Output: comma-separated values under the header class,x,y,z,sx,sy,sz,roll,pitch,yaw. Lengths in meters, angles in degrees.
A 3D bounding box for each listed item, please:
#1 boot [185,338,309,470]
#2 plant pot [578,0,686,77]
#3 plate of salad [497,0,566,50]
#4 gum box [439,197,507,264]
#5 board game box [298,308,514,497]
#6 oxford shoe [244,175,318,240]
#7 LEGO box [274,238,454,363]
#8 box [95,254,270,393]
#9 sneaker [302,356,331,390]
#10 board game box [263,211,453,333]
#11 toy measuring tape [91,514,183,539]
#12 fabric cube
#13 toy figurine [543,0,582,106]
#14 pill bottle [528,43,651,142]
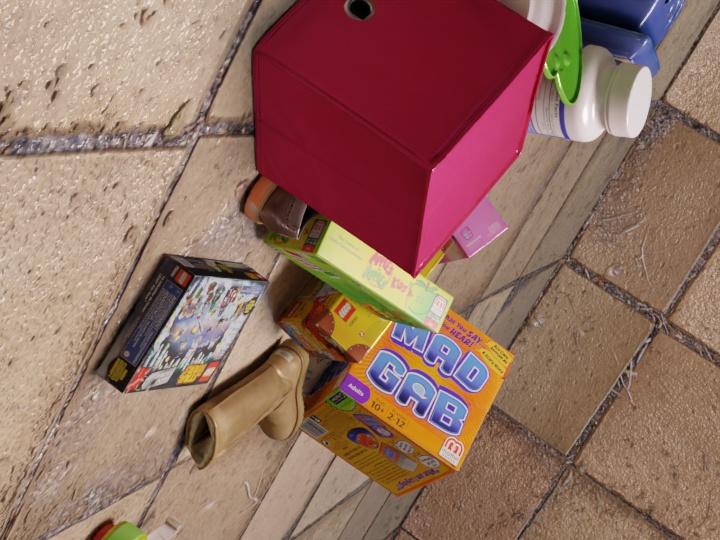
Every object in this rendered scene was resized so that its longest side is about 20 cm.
class,x,y,z,sx,sy,sz,roll,pitch,yaw
boot,-0.152,0.195,1.546,0.200,0.066,0.176,-39,146,-48
plant pot,0.299,-0.344,1.469,0.200,0.199,0.181,9,98,-72
plate of salad,0.120,-0.286,1.113,0.048,0.200,0.201,-34,156,-27
gum box,0.112,-0.075,1.559,0.066,0.114,0.200,-36,-177,-8
board game box,0.058,0.170,1.701,0.200,0.199,0.200,-59,-171,-30
oxford shoe,-0.033,-0.107,1.254,0.200,0.073,0.071,-49,162,-24
LEGO box,0.004,0.014,1.489,0.200,0.077,0.149,-51,-162,-17
box,-0.176,0.055,1.221,0.137,0.040,0.200,-57,165,8
sneaker,-0.047,0.103,1.651,0.072,0.072,0.201,-41,160,-46
board game box,0.000,0.000,1.322,0.200,0.101,0.048,34,77,-37
toy measuring tape,-0.268,0.325,1.443,0.200,0.073,0.074,-25,147,-61
fabric cube,0.035,-0.155,1.129,0.196,0.199,0.200,-47,163,-24
toy figurine,0.128,-0.241,1.274,0.200,0.183,0.151,-34,118,-65
pill bottle,0.232,-0.212,1.395,0.112,0.199,0.113,-33,130,-52
